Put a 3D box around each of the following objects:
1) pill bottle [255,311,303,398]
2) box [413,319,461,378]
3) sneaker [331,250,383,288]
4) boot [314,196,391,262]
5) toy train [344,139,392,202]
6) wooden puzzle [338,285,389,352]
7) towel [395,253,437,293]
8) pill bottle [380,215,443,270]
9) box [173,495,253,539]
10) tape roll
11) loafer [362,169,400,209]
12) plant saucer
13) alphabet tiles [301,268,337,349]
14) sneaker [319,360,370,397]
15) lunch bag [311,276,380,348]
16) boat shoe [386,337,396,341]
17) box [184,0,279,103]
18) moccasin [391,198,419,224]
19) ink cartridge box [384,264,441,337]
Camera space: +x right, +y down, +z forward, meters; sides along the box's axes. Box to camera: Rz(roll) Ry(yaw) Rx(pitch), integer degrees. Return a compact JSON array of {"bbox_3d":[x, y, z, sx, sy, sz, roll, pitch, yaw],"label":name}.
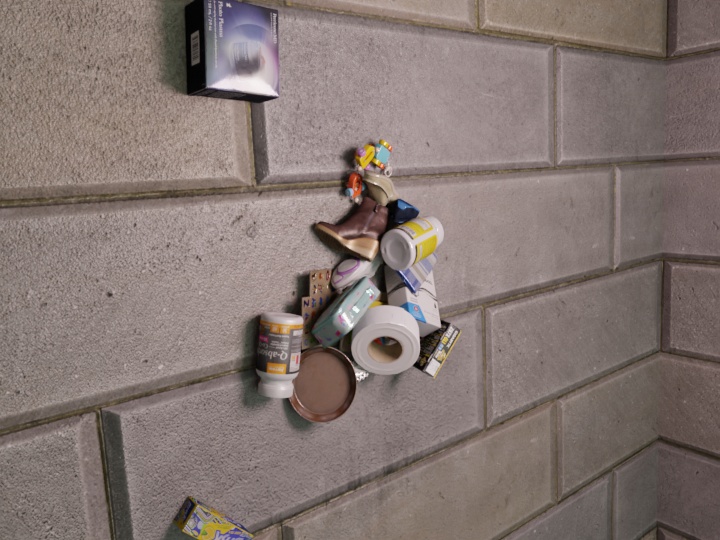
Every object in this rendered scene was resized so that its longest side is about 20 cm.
[{"bbox_3d":[-0.211,0.217,1.569,0.113,0.115,0.208,4,92,-37],"label":"pill bottle"},{"bbox_3d":[0.209,0.226,1.832,0.049,0.199,0.163,32,83,-15],"label":"box"},{"bbox_3d":[0.000,0.000,1.734,0.199,0.074,0.102,-40,130,-27],"label":"sneaker"},{"bbox_3d":[-0.019,-0.134,1.701,0.195,0.072,0.171,26,66,-9],"label":"boot"},{"bbox_3d":[0.016,-0.296,1.739,0.198,0.055,0.154,-35,141,-41],"label":"toy train"},{"bbox_3d":[0.029,0.154,1.800,0.195,0.037,0.192,11,87,-38],"label":"wooden puzzle"},{"bbox_3d":[0.152,-0.039,1.794,0.148,0.024,0.201,49,41,-9],"label":"towel"},{"bbox_3d":[0.152,-0.083,1.717,0.198,0.111,0.118,-27,111,-49],"label":"pill bottle"},{"bbox_3d":[-0.367,0.650,1.524,0.200,0.063,0.071,46,68,-32],"label":"box"},{"bbox_3d":[0.071,0.197,1.702,0.204,0.198,0.072,51,25,-29],"label":"tape roll"},{"bbox_3d":[0.058,-0.224,1.731,0.199,0.074,0.070,33,81,-60],"label":"loafer"},{"bbox_3d":[-0.106,0.311,1.665,0.192,0.034,0.209,0,88,-6],"label":"plant saucer"},{"bbox_3d":[-0.112,0.101,1.666,0.165,0.007,0.208,-6,99,-59],"label":"alphabet tiles"},{"bbox_3d":[-0.042,0.289,1.741,0.196,0.074,0.084,-24,100,-34],"label":"sneaker"},{"bbox_3d":[-0.037,0.105,1.632,0.077,0.160,0.201,44,47,-5],"label":"lunch bag"},{"bbox_3d":[0.149,0.163,1.859,0.198,0.061,0.074,-24,113,-50],"label":"boat shoe"},{"bbox_3d":[-0.298,-0.514,1.424,0.194,0.121,0.208,-6,98,-38],"label":"box"},{"bbox_3d":[0.121,-0.169,1.786,0.070,0.079,0.199,-62,163,9],"label":"moccasin"},{"bbox_3d":[0.154,0.076,1.805,0.143,0.083,0.206,20,53,-38],"label":"ink cartridge box"}]
